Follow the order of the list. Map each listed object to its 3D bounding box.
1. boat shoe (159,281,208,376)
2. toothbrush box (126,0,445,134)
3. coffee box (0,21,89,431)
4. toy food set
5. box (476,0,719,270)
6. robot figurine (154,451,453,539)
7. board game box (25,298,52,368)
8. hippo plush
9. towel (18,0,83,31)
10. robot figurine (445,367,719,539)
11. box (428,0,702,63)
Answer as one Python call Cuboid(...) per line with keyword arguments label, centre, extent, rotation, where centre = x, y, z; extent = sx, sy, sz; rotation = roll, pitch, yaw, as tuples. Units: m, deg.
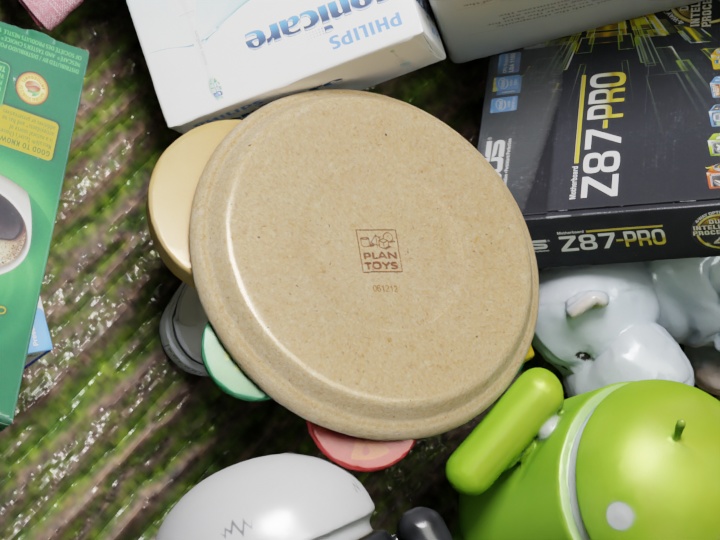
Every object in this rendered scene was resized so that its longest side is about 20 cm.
Cuboid(label="boat shoe", centre=(-0.033, -0.026, 1.154), extent=(0.074, 0.067, 0.200), rotation=(36, 61, -15))
Cuboid(label="toothbrush box", centre=(-0.057, -0.186, 1.139), extent=(0.146, 0.085, 0.200), rotation=(-21, 82, 9))
Cuboid(label="coffee box", centre=(-0.208, -0.030, 1.018), extent=(0.123, 0.044, 0.200), rotation=(17, 67, -24))
Cuboid(label="toy food set", centre=(0.000, 0.000, 1.089), extent=(0.200, 0.049, 0.198), rotation=(-17, 75, -30))
Cuboid(label="box", centre=(0.152, -0.091, 1.206), extent=(0.049, 0.161, 0.200), rotation=(67, 26, -45))
Cuboid(label="robot figurine", centre=(-0.027, 0.190, 1.060), extent=(0.150, 0.125, 0.200), rotation=(-18, 84, -42))
Cuboid(label="board game box", centre=(-0.244, -0.040, 1.054), extent=(0.134, 0.045, 0.200), rotation=(-10, 80, -31))
Cuboid(label="hippo plush", centre=(0.178, 0.011, 1.207), extent=(0.161, 0.159, 0.200), rotation=(-26, 89, -33))
Cuboid(label="towel", centre=(-0.132, -0.242, 1.105), extent=(0.200, 0.023, 0.144), rotation=(-40, 80, 7))
Cuboid(label="robot figurine", centre=(0.130, 0.122, 1.120), extent=(0.175, 0.200, 0.116), rotation=(43, 58, -15))
Cuboid(label="box", centre=(0.114, -0.243, 1.158), extent=(0.199, 0.171, 0.200), rotation=(-15, 81, 6))
